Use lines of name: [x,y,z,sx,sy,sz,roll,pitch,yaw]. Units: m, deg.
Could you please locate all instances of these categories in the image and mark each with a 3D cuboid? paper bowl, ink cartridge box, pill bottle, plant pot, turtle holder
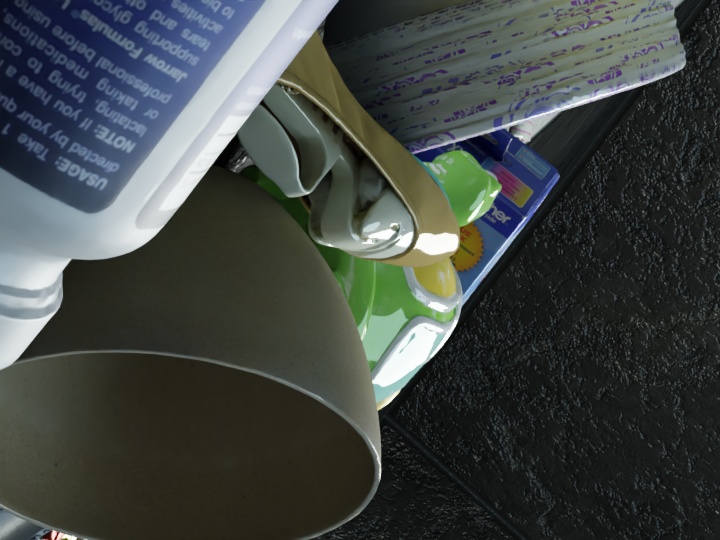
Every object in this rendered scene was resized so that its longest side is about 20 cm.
paper bowl: [0.062,-0.127,0.940,0.199,0.105,0.201,-17,-176,1]
ink cartridge box: [0.052,-0.054,1.328,0.200,0.136,0.076,-55,176,39]
pill bottle: [-0.077,-0.076,0.496,0.200,0.116,0.116,-51,173,13]
plant pot: [-0.087,0.030,0.835,0.201,0.199,0.135,121,-23,-54]
turtle holder: [-0.007,-0.001,1.048,0.131,0.141,0.187,7,109,-38]

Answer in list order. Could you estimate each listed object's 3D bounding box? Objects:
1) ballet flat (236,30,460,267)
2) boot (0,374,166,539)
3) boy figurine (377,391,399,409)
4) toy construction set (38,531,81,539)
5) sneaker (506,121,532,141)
ballet flat: [-0.018,-0.048,0.838,0.068,0.200,0.063,-11,-133,32]
boot: [-0.195,0.115,0.966,0.168,0.077,0.200,-30,-179,-30]
boy figurine: [-0.072,0.082,1.177,0.199,0.065,0.124,-16,173,5]
toy construction set: [-0.213,0.191,1.162,0.200,0.092,0.132,-52,156,-67]
sneaker: [0.109,-0.134,1.453,0.200,0.088,0.081,-51,173,10]
